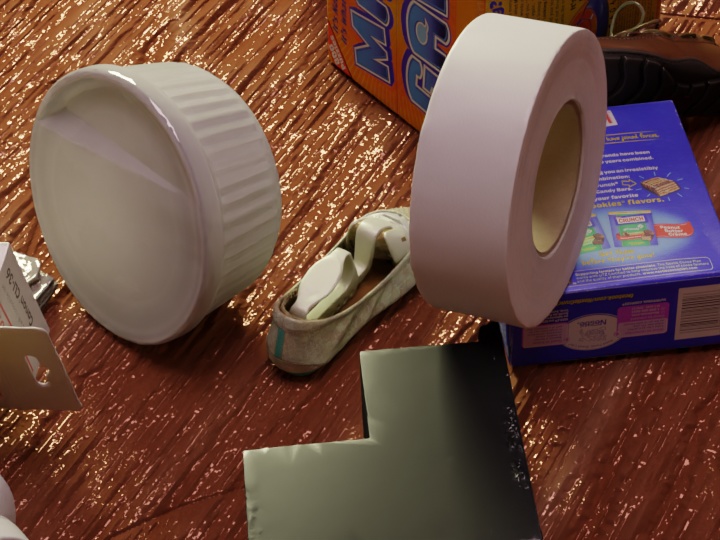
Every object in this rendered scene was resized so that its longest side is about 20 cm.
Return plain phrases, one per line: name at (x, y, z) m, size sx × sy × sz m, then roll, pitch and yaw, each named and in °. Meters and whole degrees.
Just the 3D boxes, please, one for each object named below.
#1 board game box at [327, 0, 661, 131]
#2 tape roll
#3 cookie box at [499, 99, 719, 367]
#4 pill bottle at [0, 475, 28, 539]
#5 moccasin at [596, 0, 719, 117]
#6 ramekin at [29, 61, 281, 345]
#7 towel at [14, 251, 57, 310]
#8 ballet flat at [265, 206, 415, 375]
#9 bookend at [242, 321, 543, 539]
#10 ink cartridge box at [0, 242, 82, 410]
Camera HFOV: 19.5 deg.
board game box at (0.107, -0.242, 1.691) m, size 0.199 × 0.201 × 0.200 m, roll -27°, pitch 48°, yaw -27°
tape roll at (0.101, -0.067, 1.391) m, size 0.070 × 0.204 × 0.203 m, roll 12°, pitch 43°, yaw 21°
cookie box at (0.173, -0.031, 1.549) m, size 0.169 × 0.076 × 0.201 m, roll -6°, pitch 43°, yaw -3°
pill bottle at (-0.291, 0.145, 1.333) m, size 0.112 × 0.113 × 0.200 m, roll -28°, pitch 48°, yaw -27°
moccasin at (0.226, -0.164, 1.654) m, size 0.200 × 0.074 × 0.078 m, roll -8°, pitch 47°, yaw -38°
ramekin at (-0.142, -0.057, 1.500) m, size 0.094 × 0.204 × 0.202 m, roll -23°, pitch 45°, yaw -40°
towel at (-0.334, 0.018, 1.534) m, size 0.198 × 0.035 × 0.133 m, roll 14°, pitch 43°, yaw 16°
ballet flat at (0.000, 0.000, 1.527) m, size 0.067 × 0.063 × 0.200 m, roll 21°, pitch 46°, yaw 22°
bookend at (0.007, 0.140, 1.350) m, size 0.198 × 0.093 × 0.200 m, roll -5°, pitch 40°, yaw -3°
ink cartridge box at (-0.285, 0.033, 1.413) m, size 0.198 × 0.117 × 0.068 m, roll 6°, pitch 59°, yaw 11°
